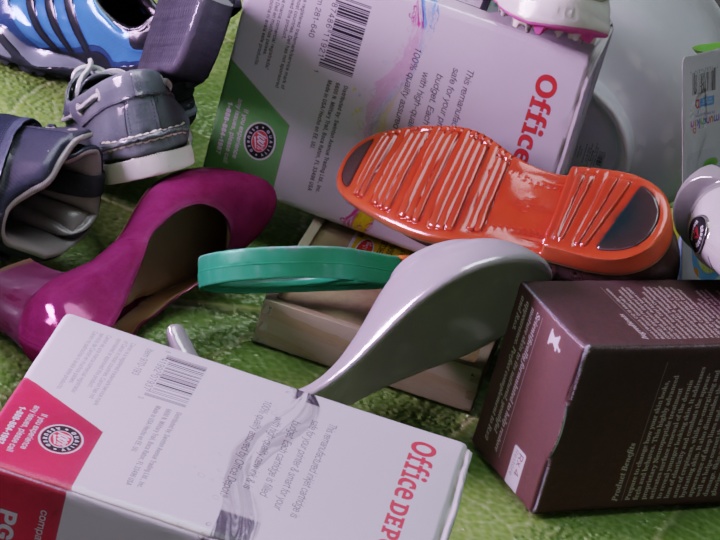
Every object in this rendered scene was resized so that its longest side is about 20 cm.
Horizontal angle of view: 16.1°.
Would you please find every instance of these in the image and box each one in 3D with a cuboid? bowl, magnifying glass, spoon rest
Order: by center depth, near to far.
[{"bbox_3d":[0.005,0.035,1.286,0.199,0.100,0.061,-15,64,-8],"label":"spoon rest"},{"bbox_3d":[0.000,0.000,1.347,0.199,0.023,0.079,3,-9,-41],"label":"magnifying glass"},{"bbox_3d":[0.123,-0.097,1.520,0.200,0.202,0.091,20,38,9],"label":"bowl"}]

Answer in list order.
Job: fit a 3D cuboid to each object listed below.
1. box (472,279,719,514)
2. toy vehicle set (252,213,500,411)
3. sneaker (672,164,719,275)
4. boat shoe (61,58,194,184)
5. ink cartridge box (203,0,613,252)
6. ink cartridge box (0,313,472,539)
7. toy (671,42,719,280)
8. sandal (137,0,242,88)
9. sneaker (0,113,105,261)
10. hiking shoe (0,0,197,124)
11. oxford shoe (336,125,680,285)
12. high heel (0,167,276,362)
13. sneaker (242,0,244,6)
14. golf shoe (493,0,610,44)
[{"bbox_3d":[0.167,0.063,1.320,0.199,0.101,0.075,0,30,-32],"label":"box"},{"bbox_3d":[0.025,0.007,1.434,0.124,0.027,0.200,19,26,6],"label":"toy vehicle set"},{"bbox_3d":[0.269,-0.007,1.327,0.199,0.075,0.089,0,28,-10],"label":"sneaker"},{"bbox_3d":[-0.134,-0.092,1.436,0.072,0.062,0.200,-15,12,-9],"label":"boat shoe"},{"bbox_3d":[0.028,-0.098,1.442,0.199,0.146,0.084,20,25,9],"label":"ink cartridge box"},{"bbox_3d":[-0.063,0.111,1.113,0.199,0.084,0.145,18,26,4],"label":"ink cartridge box"},{"bbox_3d":[0.194,-0.031,1.424,0.047,0.201,0.115,15,21,36],"label":"toy"},{"bbox_3d":[-0.090,-0.132,1.421,0.043,0.077,0.200,18,8,-13],"label":"sandal"},{"bbox_3d":[-0.201,-0.074,1.394,0.145,0.077,0.203,7,35,8],"label":"sneaker"},{"bbox_3d":[-0.174,-0.161,1.585,0.199,0.087,0.074,28,28,23],"label":"hiking shoe"},{"bbox_3d":[0.078,-0.023,1.369,0.199,0.073,0.071,18,66,28],"label":"oxford shoe"},{"bbox_3d":[-0.098,0.005,1.321,0.199,0.068,0.096,-29,39,-36],"label":"high heel"},{"bbox_3d":[0.031,-0.161,1.707,0.198,0.080,0.129,21,33,33],"label":"sneaker"},{"bbox_3d":[0.092,-0.198,1.412,0.075,0.092,0.200,3,25,-27],"label":"golf shoe"}]
